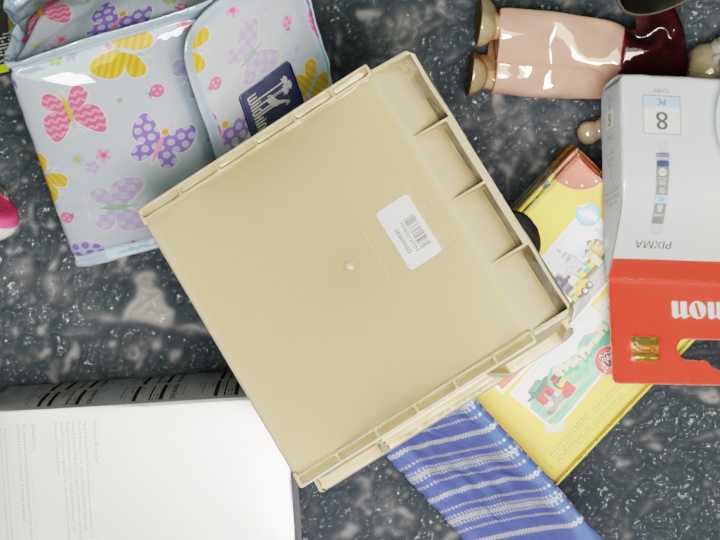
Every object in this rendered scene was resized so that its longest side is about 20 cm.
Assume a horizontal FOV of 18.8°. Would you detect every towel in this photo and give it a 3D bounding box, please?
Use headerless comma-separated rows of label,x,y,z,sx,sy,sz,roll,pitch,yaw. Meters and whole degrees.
towel,0.062,0.127,1.458,0.200,0.145,0.024,47,63,-11

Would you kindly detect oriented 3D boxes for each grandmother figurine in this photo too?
grandmother figurine,0.177,-0.146,1.488,0.200,0.061,0.121,8,122,-4

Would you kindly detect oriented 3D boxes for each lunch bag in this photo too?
lunch bag,-0.117,-0.114,1.427,0.200,0.127,0.170,-15,124,-2

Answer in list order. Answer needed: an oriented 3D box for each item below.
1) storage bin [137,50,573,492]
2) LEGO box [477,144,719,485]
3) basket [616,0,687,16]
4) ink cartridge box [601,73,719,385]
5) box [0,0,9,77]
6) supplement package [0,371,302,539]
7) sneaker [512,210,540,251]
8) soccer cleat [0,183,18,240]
storage bin,0.000,0.000,1.333,0.198,0.094,0.200,-32,81,6
LEGO box,0.130,0.037,1.488,0.149,0.077,0.200,43,93,-3
basket,0.161,-0.285,1.416,0.136,0.180,0.200,-43,72,16
ink cartridge box,0.242,-0.026,1.430,0.160,0.047,0.200,2,80,-13
box,-0.262,-0.225,1.463,0.200,0.048,0.193,-14,111,1
supplement package,-0.140,0.172,1.463,0.200,0.147,0.192,-3,94,0
sneaker,0.028,-0.038,1.451,0.200,0.076,0.116,-15,54,29
soccer cleat,-0.333,-0.051,1.492,0.200,0.070,0.086,24,110,0
